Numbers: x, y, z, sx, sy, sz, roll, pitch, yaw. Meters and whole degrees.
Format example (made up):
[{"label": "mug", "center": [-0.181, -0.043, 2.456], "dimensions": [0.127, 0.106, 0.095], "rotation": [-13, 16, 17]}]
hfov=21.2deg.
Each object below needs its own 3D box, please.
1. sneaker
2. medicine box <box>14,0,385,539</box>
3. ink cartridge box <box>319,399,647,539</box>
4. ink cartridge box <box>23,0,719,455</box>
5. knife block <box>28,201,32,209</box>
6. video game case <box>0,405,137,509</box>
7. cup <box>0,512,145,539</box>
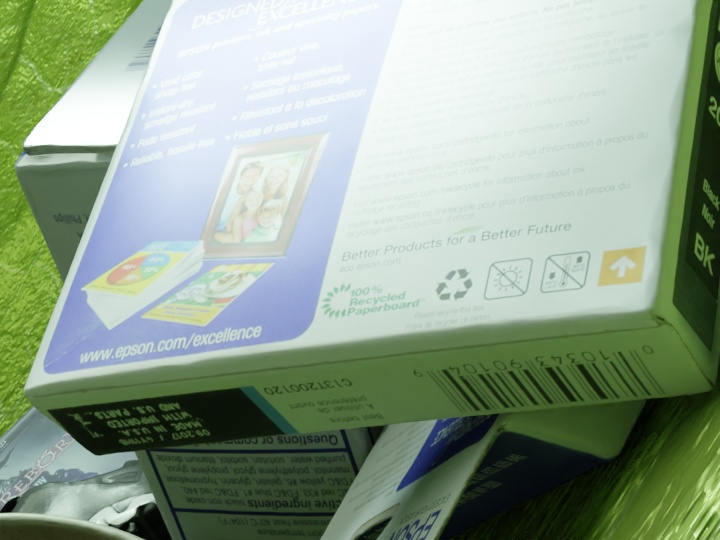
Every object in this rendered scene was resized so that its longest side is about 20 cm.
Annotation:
[{"label": "sneaker", "center": [-0.159, 0.150, 0.890], "dimensions": [0.199, 0.067, 0.091], "rotation": [-30, 26, -1]}, {"label": "medicine box", "center": [-0.025, -0.012, 0.770], "dimensions": [0.182, 0.102, 0.201], "rotation": [-62, -37, -49]}, {"label": "ink cartridge box", "center": [0.051, 0.032, 0.620], "dimensions": [0.201, 0.047, 0.198], "rotation": [-62, 6, -21]}, {"label": "ink cartridge box", "center": [0.015, -0.046, 0.566], "dimensions": [0.197, 0.043, 0.201], "rotation": [-9, 50, 30]}, {"label": "knife block", "center": [-0.064, 0.051, 0.878], "dimensions": [0.200, 0.064, 0.177], "rotation": [17, -113, -60]}, {"label": "video game case", "center": [-0.163, 0.136, 0.994], "dimensions": [0.143, 0.019, 0.200], "rotation": [-46, 32, -16]}, {"label": "cup", "center": [-0.144, 0.219, 0.778], "dimensions": [0.201, 0.199, 0.144], "rotation": [-63, -16, -52]}]
